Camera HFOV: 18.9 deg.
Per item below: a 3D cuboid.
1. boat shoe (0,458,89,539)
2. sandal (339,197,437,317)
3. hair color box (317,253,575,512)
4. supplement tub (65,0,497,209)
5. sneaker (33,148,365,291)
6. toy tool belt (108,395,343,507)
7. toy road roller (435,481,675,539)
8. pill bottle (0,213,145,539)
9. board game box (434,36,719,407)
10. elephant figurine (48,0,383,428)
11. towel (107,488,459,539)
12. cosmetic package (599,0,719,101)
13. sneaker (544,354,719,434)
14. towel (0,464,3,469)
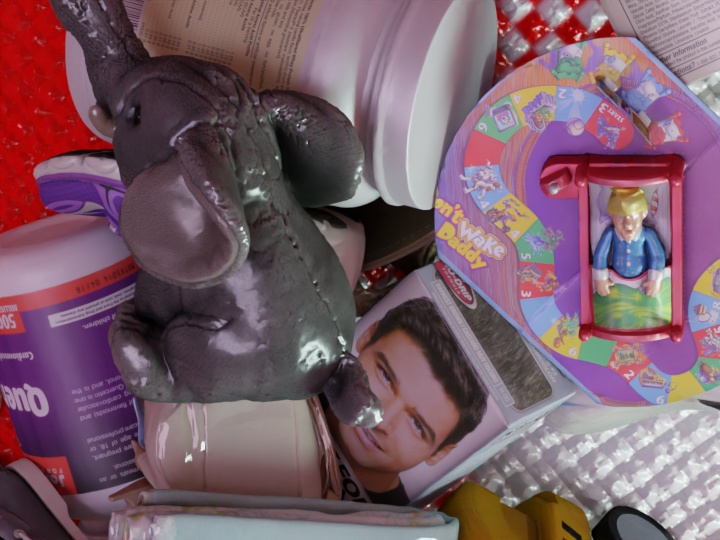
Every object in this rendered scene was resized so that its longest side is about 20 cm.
[{"bbox_3d":[-0.174,0.181,1.215,0.200,0.062,0.073,44,144,44],"label":"boat shoe"},{"bbox_3d":[0.001,-0.005,1.247,0.211,0.078,0.070,-21,133,33],"label":"sandal"},{"bbox_3d":[0.021,0.079,1.216,0.200,0.060,0.099,-43,74,45],"label":"hair color box"},{"bbox_3d":[-0.041,-0.116,1.157,0.199,0.145,0.146,16,114,19],"label":"supplement tub"},{"bbox_3d":[-0.097,-0.016,1.195,0.199,0.081,0.084,19,98,20],"label":"sneaker"},{"bbox_3d":[-0.076,0.129,1.221,0.124,0.123,0.201,-11,105,-20],"label":"toy tool belt"},{"bbox_3d":[0.094,0.207,1.204,0.145,0.200,0.123,28,119,-16],"label":"toy road roller"},{"bbox_3d":[-0.157,0.069,1.295,0.112,0.112,0.201,-10,105,24],"label":"pill bottle"},{"bbox_3d":[0.132,-0.015,1.107,0.200,0.039,0.158,43,111,-5],"label":"board game box"},{"bbox_3d":[-0.071,-0.039,1.051,0.154,0.142,0.201,-3,123,-2],"label":"elephant figurine"},{"bbox_3d":[-0.048,0.206,1.149,0.199,0.048,0.172,6,98,-25],"label":"towel"},{"bbox_3d":[0.153,-0.201,1.099,0.103,0.073,0.201,-22,100,26],"label":"cosmetic package"},{"bbox_3d":[0.193,0.046,1.181,0.199,0.072,0.073,-6,82,16],"label":"sneaker"},{"bbox_3d":[-0.212,0.231,1.384,0.147,0.022,0.201,31,130,55],"label":"towel"}]
